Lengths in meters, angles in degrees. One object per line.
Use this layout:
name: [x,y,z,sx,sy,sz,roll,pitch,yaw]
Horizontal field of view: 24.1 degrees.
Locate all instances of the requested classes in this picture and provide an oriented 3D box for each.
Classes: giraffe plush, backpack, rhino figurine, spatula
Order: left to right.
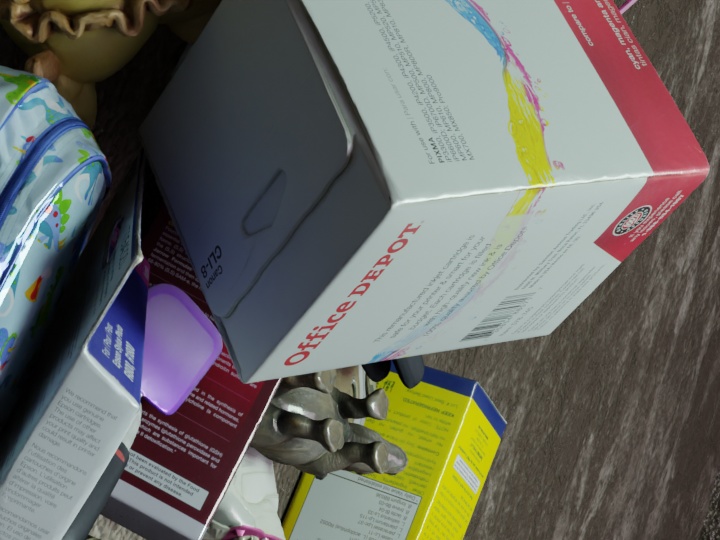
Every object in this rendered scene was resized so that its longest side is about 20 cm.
backpack: [-0.189,0.004,0.710,0.163,0.152,0.202,92,5,-74]
spatula: [-0.120,0.079,0.846,0.057,0.020,0.201,51,33,-20]
giraffe plush: [-0.105,-0.145,0.791,0.161,0.199,0.174,-31,108,-24]
rhino figurine: [-0.025,0.101,1.080,0.200,0.086,0.061,39,55,-60]

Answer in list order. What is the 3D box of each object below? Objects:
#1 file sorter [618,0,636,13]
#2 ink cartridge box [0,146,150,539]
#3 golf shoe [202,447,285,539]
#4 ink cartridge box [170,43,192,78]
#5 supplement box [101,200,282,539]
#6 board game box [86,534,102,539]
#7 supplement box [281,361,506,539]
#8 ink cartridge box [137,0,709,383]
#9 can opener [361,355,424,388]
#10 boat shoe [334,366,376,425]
file sorter: [0.162,-0.303,1.298,0.139,0.124,0.202,-42,141,-51]
ink cartridge box: [-0.135,0.056,0.775,0.201,0.043,0.197,-56,-165,12]
golf shoe: [-0.107,0.118,1.059,0.200,0.074,0.093,53,34,-59]
ink cartridge box: [0.010,-0.075,0.966,0.144,0.201,0.085,-22,159,-43]
supplement box: [-0.097,0.046,0.953,0.201,0.108,0.061,-63,-175,-22]
board game box: [-0.196,0.161,0.787,0.200,0.134,0.029,-23,126,-61]
supplement box: [0.021,0.178,1.307,0.202,0.108,0.110,-67,155,-15]
ink cartridge box: [0.026,-0.054,0.789,0.198,0.146,0.145,-7,151,-39]
can opener: [0.000,0.000,1.070,0.079,0.063,0.201,-46,128,-31]
boat shoe: [-0.030,0.070,1.170,0.201,0.074,0.069,70,37,-54]
